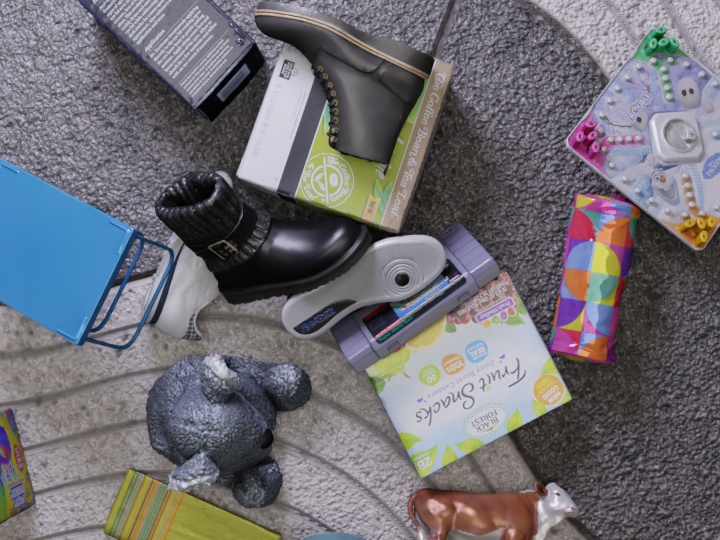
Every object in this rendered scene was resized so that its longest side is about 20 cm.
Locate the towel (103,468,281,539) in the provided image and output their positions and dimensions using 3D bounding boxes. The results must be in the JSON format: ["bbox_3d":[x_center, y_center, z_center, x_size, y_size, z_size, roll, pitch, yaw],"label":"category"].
[{"bbox_3d":[-0.199,0.310,1.776,0.199,0.018,0.086,24,95,0],"label":"towel"}]

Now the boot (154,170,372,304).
[{"bbox_3d":[-0.109,-0.049,1.655,0.210,0.080,0.158,-17,124,24],"label":"boot"}]

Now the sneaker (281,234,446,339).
[{"bbox_3d":[0.000,0.000,1.717,0.199,0.112,0.073,-25,108,7],"label":"sneaker"}]

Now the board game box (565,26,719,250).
[{"bbox_3d":[0.367,-0.156,1.732,0.200,0.026,0.200,39,69,0],"label":"board game box"}]

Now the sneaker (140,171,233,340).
[{"bbox_3d":[-0.187,-0.018,1.757,0.080,0.076,0.201,23,94,-11],"label":"sneaker"}]

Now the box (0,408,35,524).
[{"bbox_3d":[-0.491,0.243,1.687,0.192,0.200,0.123,-15,89,0],"label":"box"}]

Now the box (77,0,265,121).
[{"bbox_3d":[-0.218,-0.279,1.715,0.200,0.148,0.104,43,91,2],"label":"box"}]

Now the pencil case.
[{"bbox_3d":[0.273,0.008,1.739,0.088,0.088,0.201,12,91,1],"label":"pencil case"}]

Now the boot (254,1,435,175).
[{"bbox_3d":[-0.036,-0.198,1.618,0.199,0.077,0.139,20,93,2],"label":"boot"}]

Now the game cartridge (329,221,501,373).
[{"bbox_3d":[0.056,0.028,1.719,0.200,0.130,0.038,-35,112,0],"label":"game cartridge"}]

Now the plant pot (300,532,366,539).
[{"bbox_3d":[-0.030,0.377,1.702,0.199,0.200,0.135,-3,55,1],"label":"plant pot"}]

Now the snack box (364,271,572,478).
[{"bbox_3d":[0.119,0.120,1.747,0.199,0.068,0.169,-27,89,2],"label":"snack box"}]

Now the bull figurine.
[{"bbox_3d":[0.152,0.301,1.738,0.199,0.065,0.122,2,57,8],"label":"bull figurine"}]

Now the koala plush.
[{"bbox_3d":[-0.164,0.174,1.683,0.183,0.200,0.178,17,90,1],"label":"koala plush"}]

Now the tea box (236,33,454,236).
[{"bbox_3d":[-0.016,-0.163,1.717,0.196,0.134,0.201,18,89,0],"label":"tea box"}]

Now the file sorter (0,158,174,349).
[{"bbox_3d":[-0.331,-0.013,1.694,0.200,0.123,0.139,27,91,24],"label":"file sorter"}]
